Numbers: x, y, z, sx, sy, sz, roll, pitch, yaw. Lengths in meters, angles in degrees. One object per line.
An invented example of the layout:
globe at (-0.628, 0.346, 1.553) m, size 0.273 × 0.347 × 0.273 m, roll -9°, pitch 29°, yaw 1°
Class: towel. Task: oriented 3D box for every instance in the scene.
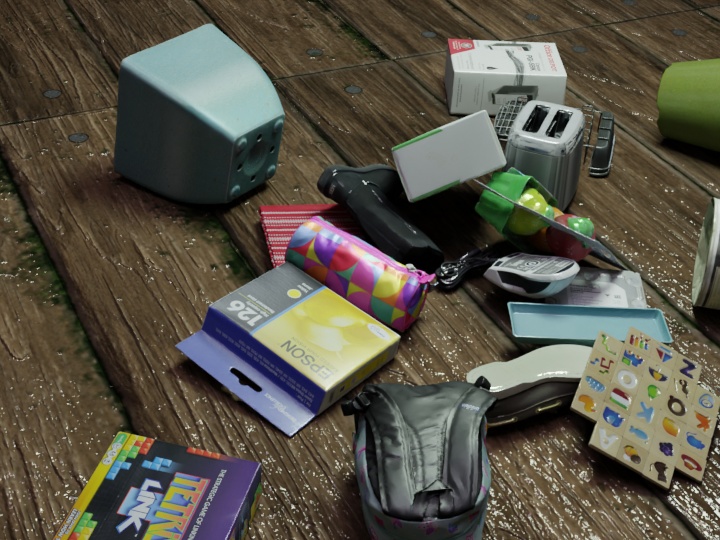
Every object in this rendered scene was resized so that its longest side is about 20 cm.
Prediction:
towel at (-0.060, -0.033, 1.646) m, size 0.142 × 0.023 × 0.201 m, roll -3°, pitch 37°, yaw -13°

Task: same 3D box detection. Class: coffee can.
coffee can at (0.550, -0.007, 1.557) m, size 0.197 × 0.148 × 0.147 m, roll 10°, pitch 34°, yaw 10°

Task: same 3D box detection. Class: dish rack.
dish rack at (0.318, -0.225, 1.937) m, size 0.197 × 0.055 × 0.154 m, roll 10°, pitch 33°, yaw 12°

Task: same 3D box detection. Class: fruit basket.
fruit basket at (0.264, -0.063, 1.606) m, size 0.198 × 0.095 × 0.185 m, roll 23°, pitch -2°, yaw 30°

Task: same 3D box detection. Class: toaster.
toaster at (0.271, -0.166, 1.777) m, size 0.112 × 0.131 × 0.200 m, roll 15°, pitch 36°, yaw 17°

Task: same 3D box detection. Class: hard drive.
hard drive at (0.303, 0.064, 1.527) m, size 0.137 × 0.038 × 0.201 m, roll 6°, pitch 34°, yaw 2°

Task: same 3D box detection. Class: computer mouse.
computer mouse at (0.201, 0.008, 1.557) m, size 0.109 × 0.045 × 0.198 m, roll -24°, pitch 23°, yaw -37°

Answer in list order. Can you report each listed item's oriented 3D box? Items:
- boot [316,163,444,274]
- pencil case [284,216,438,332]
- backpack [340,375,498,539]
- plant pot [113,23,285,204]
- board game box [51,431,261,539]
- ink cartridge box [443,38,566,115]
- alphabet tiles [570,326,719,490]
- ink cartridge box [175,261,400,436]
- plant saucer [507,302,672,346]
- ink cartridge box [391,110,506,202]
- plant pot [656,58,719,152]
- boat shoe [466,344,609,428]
boot at (0.053, -0.072, 1.670) m, size 0.163 × 0.066 × 0.200 m, roll -5°, pitch 37°, yaw -45°
pencil case at (0.000, 0.000, 1.528) m, size 0.198 × 0.089 × 0.088 m, roll 26°, pitch 39°, yaw 18°
backpack at (0.069, 0.211, 1.212) m, size 0.164 × 0.128 × 0.201 m, roll -8°, pitch 35°, yaw 4°
plant pot at (-0.223, -0.211, 1.751) m, size 0.199 × 0.198 × 0.195 m, roll 33°, pitch 42°, yaw 22°
board game box at (-0.204, 0.259, 1.176) m, size 0.163 × 0.057 × 0.201 m, roll 9°, pitch 35°, yaw 10°
ink cartridge box at (0.250, -0.337, 2.063) m, size 0.196 × 0.084 × 0.148 m, roll 2°, pitch 33°, yaw -3°
alphabet tiles at (0.332, 0.154, 1.366) m, size 0.165 × 0.006 × 0.201 m, roll 29°, pitch 46°, yaw 3°
ink cartridge box at (-0.087, 0.086, 1.435) m, size 0.196 × 0.047 × 0.199 m, roll 33°, pitch 40°, yaw 24°
plant saucer at (0.282, 0.070, 1.468) m, size 0.196 × 0.019 × 0.070 m, roll 2°, pitch 35°, yaw -2°
ink cartridge box at (0.127, -0.165, 1.694) m, size 0.145 × 0.084 × 0.200 m, roll -22°, pitch 4°, yaw 7°
plant pot at (0.592, -0.270, 1.937) m, size 0.188 × 0.203 × 0.200 m, roll 10°, pitch 32°, yaw 33°
boat shoe at (0.210, 0.137, 1.392) m, size 0.199 × 0.061 × 0.072 m, roll -10°, pitch 29°, yaw -25°
